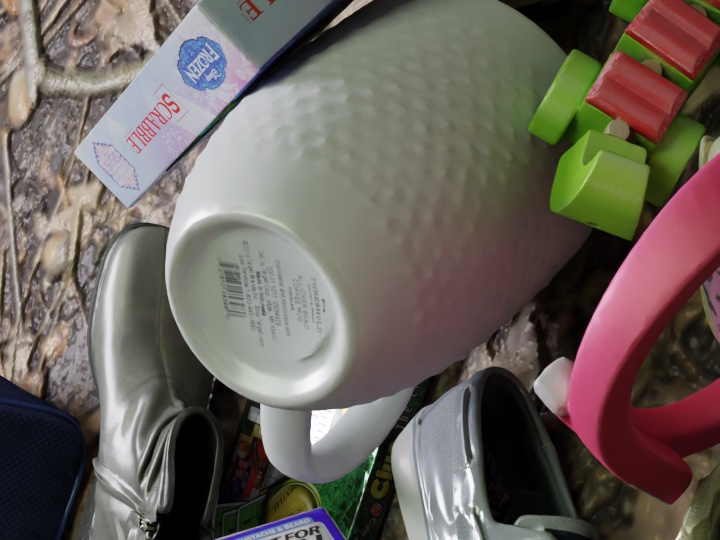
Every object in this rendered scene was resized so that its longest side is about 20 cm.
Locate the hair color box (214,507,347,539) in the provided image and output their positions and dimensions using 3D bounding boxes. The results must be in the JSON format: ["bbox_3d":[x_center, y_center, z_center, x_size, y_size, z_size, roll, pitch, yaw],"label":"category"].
[{"bbox_3d":[-0.001,0.204,1.050,0.200,0.065,0.110,-128,29,-53],"label":"hair color box"}]

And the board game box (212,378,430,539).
[{"bbox_3d":[-0.010,0.054,1.200,0.105,0.023,0.201,17,89,46],"label":"board game box"}]

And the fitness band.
[{"bbox_3d":[0.137,0.016,0.913,0.144,0.200,0.037,-46,64,4],"label":"fitness band"}]

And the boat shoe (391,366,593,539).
[{"bbox_3d":[0.067,0.125,1.050,0.072,0.070,0.201,-50,42,33],"label":"boat shoe"}]

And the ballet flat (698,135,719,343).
[{"bbox_3d":[0.177,-0.062,1.002,0.069,0.071,0.201,28,98,37],"label":"ballet flat"}]

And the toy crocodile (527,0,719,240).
[{"bbox_3d":[0.127,-0.092,1.026,0.200,0.067,0.062,-57,-4,-32],"label":"toy crocodile"}]

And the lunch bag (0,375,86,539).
[{"bbox_3d":[-0.249,0.126,1.342,0.132,0.136,0.201,18,88,48],"label":"lunch bag"}]

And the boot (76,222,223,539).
[{"bbox_3d":[-0.090,0.073,1.214,0.131,0.067,0.201,169,106,-70],"label":"boot"}]

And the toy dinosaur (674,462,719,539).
[{"bbox_3d":[0.107,0.135,0.958,0.048,0.088,0.201,-117,36,-54],"label":"toy dinosaur"}]

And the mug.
[{"bbox_3d":[0.000,0.000,1.064,0.147,0.175,0.201,21,125,22],"label":"mug"}]

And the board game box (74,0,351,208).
[{"bbox_3d":[-0.026,-0.131,1.136,0.200,0.041,0.199,-45,4,-25],"label":"board game box"}]

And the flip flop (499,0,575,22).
[{"bbox_3d":[0.068,-0.131,1.149,0.200,0.081,0.058,-50,64,23],"label":"flip flop"}]
